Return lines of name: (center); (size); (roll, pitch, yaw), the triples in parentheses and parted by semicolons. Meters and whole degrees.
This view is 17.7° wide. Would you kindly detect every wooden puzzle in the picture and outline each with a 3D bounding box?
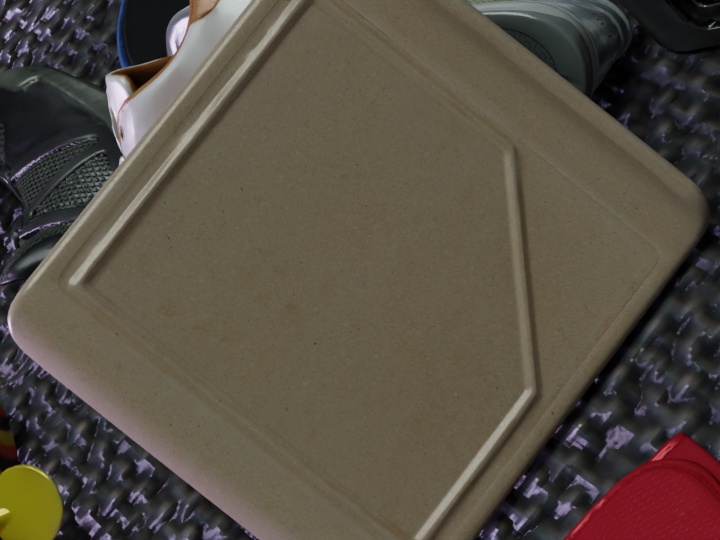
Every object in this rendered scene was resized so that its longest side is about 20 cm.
wooden puzzle: (0.000, 0.000, 0.848); (0.200, 0.185, 0.037); (-52, 0, -3)

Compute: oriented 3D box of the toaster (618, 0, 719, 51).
toaster: (0.141, -0.186, 0.849); (0.199, 0.181, 0.119); (-10, 54, 39)

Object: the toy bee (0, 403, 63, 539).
toy bee: (-0.191, 0.132, 0.963); (0.131, 0.109, 0.200); (-14, 24, 44)

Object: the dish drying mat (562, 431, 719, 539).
dish drying mat: (0.128, 0.127, 0.723); (0.077, 0.018, 0.200); (-46, 39, 3)

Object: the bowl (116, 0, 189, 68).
bowl: (-0.032, -0.143, 1.080); (0.200, 0.039, 0.201); (-24, 44, 26)

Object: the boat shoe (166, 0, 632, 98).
boat shoe: (0.012, -0.089, 0.958); (0.201, 0.075, 0.065); (0, 23, 31)

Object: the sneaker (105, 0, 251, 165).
sneaker: (-0.071, -0.036, 0.943); (0.084, 0.073, 0.201); (26, 110, 12)

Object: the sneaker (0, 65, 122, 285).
sneaker: (-0.137, -0.025, 1.048); (0.199, 0.076, 0.114); (23, 69, 44)
